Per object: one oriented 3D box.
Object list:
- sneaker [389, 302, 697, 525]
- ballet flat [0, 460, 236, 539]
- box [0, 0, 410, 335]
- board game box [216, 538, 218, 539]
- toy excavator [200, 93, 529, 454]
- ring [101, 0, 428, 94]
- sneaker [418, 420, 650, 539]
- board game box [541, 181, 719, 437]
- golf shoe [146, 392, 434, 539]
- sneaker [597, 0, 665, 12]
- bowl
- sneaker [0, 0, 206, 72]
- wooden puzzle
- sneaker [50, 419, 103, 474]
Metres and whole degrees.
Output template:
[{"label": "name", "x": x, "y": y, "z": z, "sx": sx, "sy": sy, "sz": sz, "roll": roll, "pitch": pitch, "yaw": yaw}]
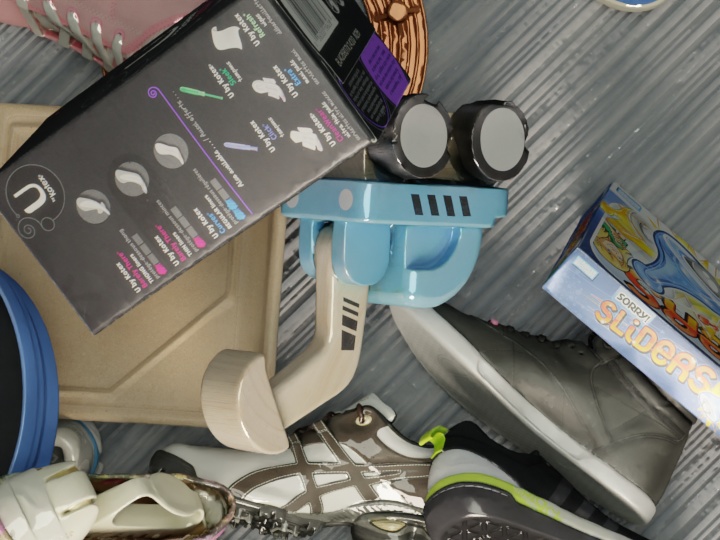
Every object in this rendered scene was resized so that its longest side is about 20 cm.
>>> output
[{"label": "sneaker", "x": 0.116, "y": 0.053, "z": 1.594, "sx": 0.200, "sy": 0.071, "sz": 0.099, "roll": 37, "pitch": 75, "yaw": 3}, {"label": "ballet flat", "x": -0.147, "y": 0.132, "z": 1.450, "sx": 0.071, "sy": 0.199, "sz": 0.070, "roll": -38, "pitch": 65, "yaw": 37}, {"label": "box", "x": -0.087, "y": -0.076, "z": 1.458, "sx": 0.199, "sy": 0.122, "sz": 0.106, "roll": -34, "pitch": 100, "yaw": 20}, {"label": "board game box", "x": -0.120, "y": 0.264, "z": 1.526, "sx": 0.064, "sy": 0.147, "sz": 0.202, "roll": -17, "pitch": 87, "yaw": 37}, {"label": "toy excavator", "x": 0.000, "y": 0.000, "z": 1.530, "sx": 0.193, "sy": 0.099, "sz": 0.202, "roll": 0, "pitch": 92, "yaw": -41}, {"label": "ring", "x": -0.058, "y": -0.137, "z": 1.614, "sx": 0.199, "sy": 0.019, "sz": 0.202, "roll": 0, "pitch": 88, "yaw": -4}, {"label": "sneaker", "x": 0.115, "y": 0.141, "z": 1.564, "sx": 0.199, "sy": 0.083, "sz": 0.072, "roll": 30, "pitch": 130, "yaw": -34}, {"label": "board game box", "x": 0.202, "y": 0.042, "z": 1.561, "sx": 0.200, "sy": 0.135, "sz": 0.035, "roll": 40, "pitch": 113, "yaw": -1}, {"label": "golf shoe", "x": -0.025, "y": 0.114, "z": 1.581, "sx": 0.198, "sy": 0.078, "sz": 0.095, "roll": 13, "pitch": 81, "yaw": -12}, {"label": "sneaker", "x": 0.125, "y": -0.244, "z": 1.582, "sx": 0.076, "sy": 0.111, "sz": 0.201, "roll": -31, "pitch": 89, "yaw": -4}, {"label": "bowl", "x": -0.251, "y": 0.083, "z": 1.530, "sx": 0.199, "sy": 0.039, "sz": 0.202, "roll": -9, "pitch": 75, "yaw": 35}, {"label": "sneaker", "x": -0.144, "y": -0.141, "z": 1.559, "sx": 0.198, "sy": 0.075, "sz": 0.106, "roll": -1, "pitch": 71, "yaw": 9}, {"label": "wooden puzzle", "x": -0.140, "y": -0.002, "z": 1.575, "sx": 0.198, "sy": 0.037, "sz": 0.187, "roll": 2, "pitch": 77, "yaw": 10}, {"label": "sneaker", "x": -0.228, "y": 0.160, "z": 1.558, "sx": 0.075, "sy": 0.087, "sz": 0.200, "roll": 37, "pitch": 87, "yaw": -2}]
